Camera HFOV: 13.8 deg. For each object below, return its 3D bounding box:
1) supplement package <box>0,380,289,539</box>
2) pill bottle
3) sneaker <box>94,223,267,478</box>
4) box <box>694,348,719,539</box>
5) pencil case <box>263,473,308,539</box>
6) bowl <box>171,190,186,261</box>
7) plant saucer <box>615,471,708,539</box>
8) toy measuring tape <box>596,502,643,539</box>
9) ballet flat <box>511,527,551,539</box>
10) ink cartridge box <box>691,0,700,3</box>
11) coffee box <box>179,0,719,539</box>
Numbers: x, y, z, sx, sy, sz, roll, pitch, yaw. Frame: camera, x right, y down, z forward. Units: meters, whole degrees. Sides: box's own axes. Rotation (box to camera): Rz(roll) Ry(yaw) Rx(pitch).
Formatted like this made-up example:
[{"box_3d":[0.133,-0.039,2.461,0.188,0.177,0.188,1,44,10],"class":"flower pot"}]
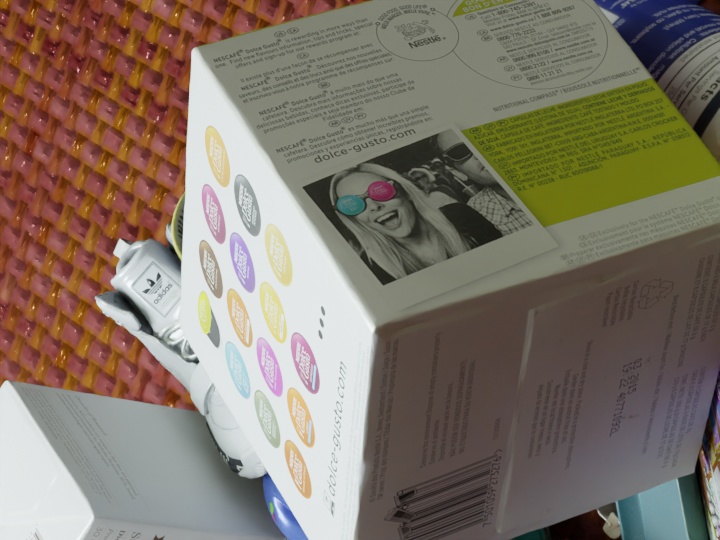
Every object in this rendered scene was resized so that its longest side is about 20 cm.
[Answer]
[{"box_3d":[-0.132,0.156,1.717,0.121,0.200,0.120,-57,49,21],"class":"supplement package"},{"box_3d":[0.178,-0.068,1.517,0.200,0.116,0.116,34,105,40],"class":"pill bottle"},{"box_3d":[-0.091,0.043,1.713,0.075,0.115,0.200,-45,23,4],"class":"sneaker"},{"box_3d":[0.199,0.113,1.461,0.137,0.039,0.200,94,165,-67],"class":"box"},{"box_3d":[0.029,0.100,1.642,0.200,0.078,0.087,-35,68,42],"class":"pencil case"},{"box_3d":[0.000,0.000,1.664,0.201,0.201,0.094,26,136,44],"class":"bowl"},{"box_3d":[0.145,0.068,1.530,0.070,0.019,0.200,2,105,65],"class":"plant saucer"},{"box_3d":[0.134,0.039,1.580,0.074,0.074,0.200,-24,74,39],"class":"toy measuring tape"},{"box_3d":[0.056,0.216,1.629,0.074,0.074,0.200,24,97,44],"class":"ballet flat"},{"box_3d":[0.154,-0.228,1.525,0.200,0.196,0.043,-46,24,28],"class":"ink cartridge box"},{"box_3d":[0.043,-0.001,1.430,0.198,0.200,0.200,57,154,36],"class":"coffee box"}]
